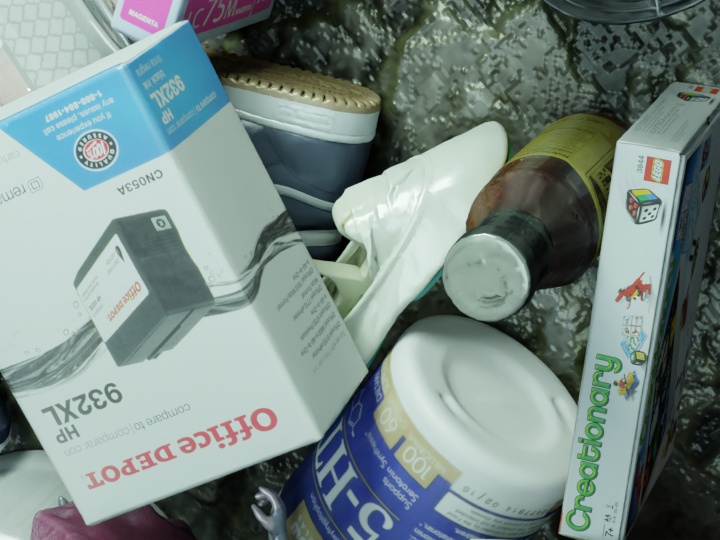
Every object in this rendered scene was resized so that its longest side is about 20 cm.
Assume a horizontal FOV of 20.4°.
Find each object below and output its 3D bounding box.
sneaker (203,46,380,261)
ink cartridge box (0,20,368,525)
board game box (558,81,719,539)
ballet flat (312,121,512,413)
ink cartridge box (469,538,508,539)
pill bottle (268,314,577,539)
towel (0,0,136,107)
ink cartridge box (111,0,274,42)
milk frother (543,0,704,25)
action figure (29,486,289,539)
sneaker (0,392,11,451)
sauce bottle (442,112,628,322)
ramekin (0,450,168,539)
[{"bbox_3d":[-0.093,-0.063,1.072,0.199,0.070,0.109,15,110,14],"label":"sneaker"},{"bbox_3d":[-0.109,0.004,0.973,0.145,0.084,0.201,-22,104,24],"label":"ink cartridge box"},{"bbox_3d":[0.140,0.019,0.982,0.034,0.126,0.201,13,111,17],"label":"board game box"},{"bbox_3d":[0.000,0.000,1.020,0.069,0.069,0.200,37,108,7],"label":"ballet flat"},{"bbox_3d":[0.160,0.195,1.011,0.173,0.044,0.200,-1,149,21],"label":"ink cartridge box"},{"bbox_3d":[0.021,0.132,1.068,0.120,0.120,0.200,40,120,6],"label":"pill bottle"},{"bbox_3d":[-0.199,-0.095,1.039,0.191,0.032,0.200,-37,88,27],"label":"towel"},{"bbox_3d":[-0.055,-0.212,0.988,0.042,0.119,0.201,25,114,15],"label":"ink cartridge box"},{"bbox_3d":[0.133,-0.226,0.863,0.180,0.188,0.200,45,113,4],"label":"milk frother"},{"bbox_3d":[-0.101,0.185,1.021,0.200,0.133,0.150,29,120,58],"label":"action figure"},{"bbox_3d":[-0.254,0.010,1.169,0.108,0.070,0.200,-40,86,29],"label":"sneaker"},{"bbox_3d":[0.087,-0.024,0.948,0.066,0.200,0.066,7,111,19],"label":"sauce bottle"},{"bbox_3d":[-0.198,0.218,1.199,0.199,0.098,0.202,7,109,19],"label":"ramekin"}]
